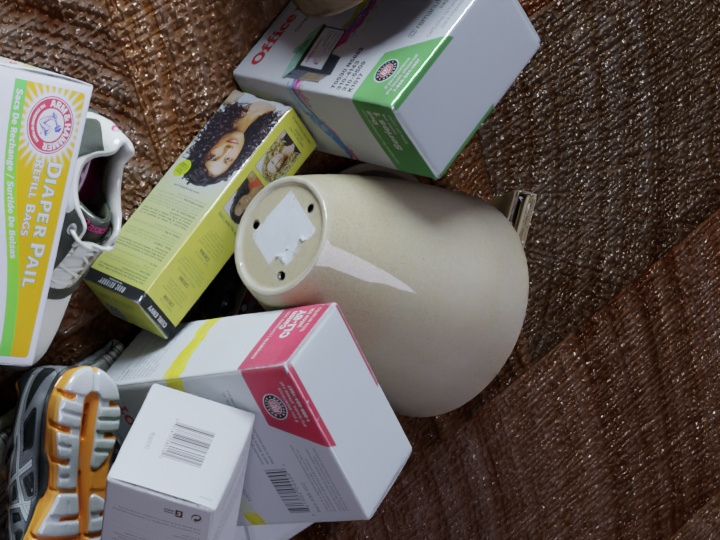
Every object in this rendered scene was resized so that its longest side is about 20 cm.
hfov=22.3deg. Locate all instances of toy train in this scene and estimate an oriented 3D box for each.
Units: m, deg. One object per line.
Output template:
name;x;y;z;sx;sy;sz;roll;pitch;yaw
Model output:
toy train;-0.104;0.017;1.488;0.046;0.034;0.202;23;87;-56

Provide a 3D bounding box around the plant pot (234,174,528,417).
plant pot;0.000;0.000;1.429;0.199;0.186;0.189;24;86;-47

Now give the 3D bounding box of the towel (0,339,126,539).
towel;-0.220;0.183;1.411;0.200;0.034;0.194;-37;120;-31

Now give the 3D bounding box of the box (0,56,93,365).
box;-0.272;-0.048;1.245;0.101;0.112;0.202;9;96;-46

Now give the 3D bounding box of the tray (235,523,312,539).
tray;-0.046;0.180;1.605;0.199;0.022;0.108;-29;121;-35

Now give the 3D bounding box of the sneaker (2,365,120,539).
sneaker;-0.228;0.164;1.339;0.078;0.077;0.202;11;91;-50

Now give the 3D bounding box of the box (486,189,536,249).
box;0.093;0.020;1.570;0.021;0.200;0.165;17;83;-10

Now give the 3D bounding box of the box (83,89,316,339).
box;-0.124;-0.046;1.419;0.201;0.075;0.050;-54;135;-18

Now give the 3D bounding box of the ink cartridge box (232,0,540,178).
ink cartridge box;0.017;-0.165;1.428;0.145;0.199;0.084;-52;129;-18

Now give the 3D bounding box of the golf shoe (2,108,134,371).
golf shoe;-0.223;-0.019;1.321;0.077;0.088;0.202;8;99;-47

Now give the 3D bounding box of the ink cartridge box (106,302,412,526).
ink cartridge box;-0.083;0.112;1.382;0.084;0.198;0.146;-54;125;-44

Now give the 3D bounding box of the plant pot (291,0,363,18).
plant pot;-0.032;-0.318;1.360;0.174;0.200;0.201;41;74;-25

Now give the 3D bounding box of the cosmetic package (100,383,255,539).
cosmetic package;-0.138;0.198;1.333;0.108;0.084;0.201;-69;174;-53

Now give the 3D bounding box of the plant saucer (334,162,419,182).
plant saucer;-0.007;0.003;1.580;0.199;0.029;0.202;-17;115;-40
